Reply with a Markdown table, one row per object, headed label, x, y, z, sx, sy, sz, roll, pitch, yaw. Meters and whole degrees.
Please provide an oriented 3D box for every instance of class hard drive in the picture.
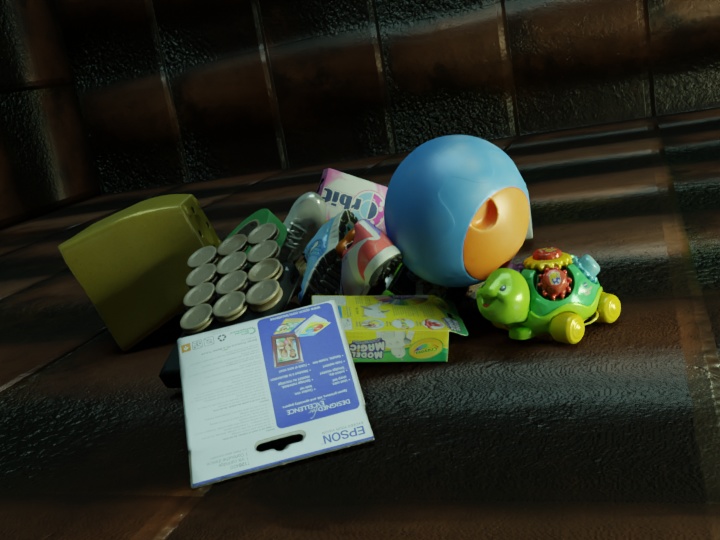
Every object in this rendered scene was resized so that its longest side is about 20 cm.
| label | x | y | z | sx | sy | sz | roll | pitch | yaw |
| --- | --- | --- | --- | --- | --- | --- | --- | --- | --- |
| hard drive | -0.175 | 0.072 | 1.088 | 0.137 | 0.033 | 0.202 | -7 | 38 | 25 |

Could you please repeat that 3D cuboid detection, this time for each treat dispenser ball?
| label | x | y | z | sx | sy | sz | roll | pitch | yaw |
| --- | --- | --- | --- | --- | --- | --- | --- | --- | --- |
| treat dispenser ball | 0.129 | -0.079 | 1.082 | 0.196 | 0.205 | 0.201 | -10 | 14 | 2 |

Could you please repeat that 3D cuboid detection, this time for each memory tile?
| label | x | y | z | sx | sy | sz | roll | pitch | yaw |
| --- | --- | --- | --- | --- | --- | --- | --- | --- | --- |
| memory tile | -0.180 | 0.008 | 1.134 | 0.151 | 0.017 | 0.201 | -21 | 33 | 7 |

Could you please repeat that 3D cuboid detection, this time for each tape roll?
| label | x | y | z | sx | sy | sz | roll | pitch | yaw |
| --- | --- | --- | --- | --- | --- | --- | --- | --- | --- |
| tape roll | -0.214 | -0.018 | 1.421 | 0.200 | 0.048 | 0.202 | -40 | 24 | 21 |

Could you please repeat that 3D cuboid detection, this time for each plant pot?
| label | x | y | z | sx | sy | sz | roll | pitch | yaw |
| --- | --- | --- | --- | --- | --- | --- | --- | --- | --- |
| plant pot | -0.340 | -0.024 | 1.332 | 0.198 | 0.198 | 0.195 | -29 | 13 | 6 |

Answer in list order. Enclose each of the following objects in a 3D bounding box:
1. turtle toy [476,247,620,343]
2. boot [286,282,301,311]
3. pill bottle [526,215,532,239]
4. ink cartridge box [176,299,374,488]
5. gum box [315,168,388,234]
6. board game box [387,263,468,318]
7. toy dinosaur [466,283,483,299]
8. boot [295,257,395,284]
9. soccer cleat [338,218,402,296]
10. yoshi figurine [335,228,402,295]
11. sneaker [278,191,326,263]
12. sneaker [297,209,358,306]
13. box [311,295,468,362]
| label | x | y | z | sx | sy | sz | roll | pitch | yaw |
| --- | --- | --- | --- | --- | --- | --- | --- | --- | --- |
| turtle toy | 0.230 | 0.029 | 1.025 | 0.198 | 0.103 | 0.145 | -20 | 17 | -34 |
| boot | -0.165 | 0.064 | 1.251 | 0.145 | 0.071 | 0.200 | -33 | -5 | -13 |
| pill bottle | 0.214 | -0.091 | 1.474 | 0.196 | 0.117 | 0.114 | -7 | 14 | 14 |
| ink cartridge box | -0.099 | 0.138 | 0.888 | 0.194 | 0.047 | 0.202 | -13 | 49 | -6 |
| gum box | 0.000 | -0.114 | 1.538 | 0.196 | 0.116 | 0.066 | 17 | 0 | -12 |
| board game box | 0.121 | -0.013 | 1.177 | 0.104 | 0.024 | 0.201 | 30 | 47 | 4 |
| toy dinosaur | 0.163 | -0.019 | 1.313 | 0.134 | 0.087 | 0.199 | -23 | 12 | -19 |
| boot | -0.005 | -0.013 | 1.449 | 0.196 | 0.067 | 0.175 | -3 | 28 | 29 |
| soccer cleat | 0.000 | 0.000 | 1.115 | 0.068 | 0.074 | 0.201 | -29 | -14 | -25 |
| yoshi figurine | 0.046 | 0.005 | 1.235 | 0.111 | 0.114 | 0.200 | 7 | 22 | -32 |
| sneaker | -0.125 | -0.051 | 1.467 | 0.070 | 0.202 | 0.080 | 31 | 23 | -4 |
| sneaker | -0.061 | -0.010 | 1.364 | 0.089 | 0.079 | 0.202 | -17 | 37 | 40 |
| box | 0.034 | 0.073 | 1.036 | 0.195 | 0.049 | 0.118 | -2 | 22 | -3 |
